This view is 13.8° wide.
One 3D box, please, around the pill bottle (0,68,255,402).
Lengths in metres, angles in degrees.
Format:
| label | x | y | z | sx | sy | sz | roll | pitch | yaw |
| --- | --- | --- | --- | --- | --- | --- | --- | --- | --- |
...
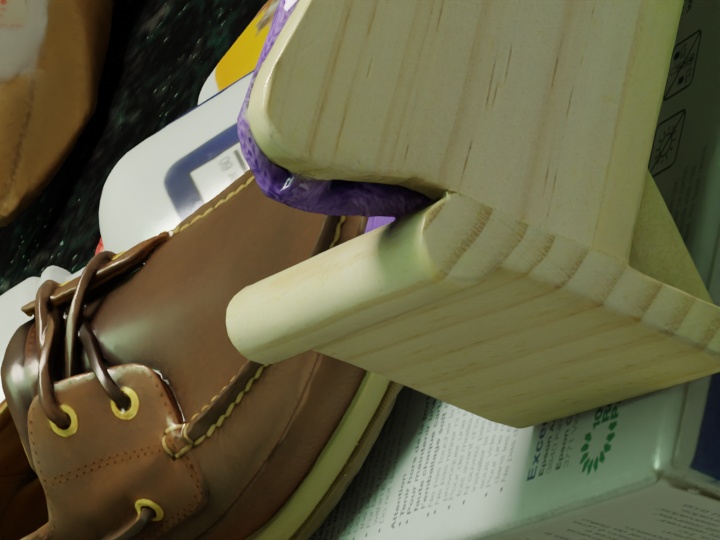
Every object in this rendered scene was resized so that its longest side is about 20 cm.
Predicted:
| label | x | y | z | sx | sy | sz | roll | pitch | yaw |
| --- | --- | --- | --- | --- | --- | --- | --- | --- | --- |
| pill bottle | 0.000 | 0.000 | 0.778 | 0.199 | 0.120 | 0.120 | -32 | 28 | 5 |

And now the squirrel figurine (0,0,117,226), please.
| label | x | y | z | sx | sy | sz | roll | pitch | yaw |
| --- | --- | --- | --- | --- | --- | --- | --- | --- | --- |
| squirrel figurine | -0.181 | -0.112 | 1.352 | 0.200 | 0.141 | 0.187 | -52 | 10 | -23 |

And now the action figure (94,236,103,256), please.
| label | x | y | z | sx | sy | sz | roll | pitch | yaw |
| --- | --- | --- | --- | --- | --- | --- | --- | --- | --- |
| action figure | -0.047 | -0.014 | 0.981 | 0.200 | 0.065 | 0.052 | -44 | 51 | 2 |

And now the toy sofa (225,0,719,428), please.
| label | x | y | z | sx | sy | sz | roll | pitch | yaw |
| --- | --- | --- | --- | --- | --- | --- | --- | --- | --- |
| toy sofa | 0.028 | -0.080 | 0.540 | 0.083 | 0.097 | 0.201 | -22 | 50 | 62 |

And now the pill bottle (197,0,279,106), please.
| label | x | y | z | sx | sy | sz | roll | pitch | yaw |
| --- | --- | --- | --- | --- | --- | --- | --- | --- | --- |
| pill bottle | 0.026 | -0.062 | 0.885 | 0.200 | 0.109 | 0.109 | -51 | 25 | 16 |

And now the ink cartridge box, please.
| label | x | y | z | sx | sy | sz | roll | pitch | yaw |
| --- | --- | --- | --- | --- | --- | --- | --- | --- | --- |
| ink cartridge box | 0.046 | -0.026 | 0.635 | 0.200 | 0.043 | 0.197 | -28 | 45 | 62 |

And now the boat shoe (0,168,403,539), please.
| label | x | y | z | sx | sy | sz | roll | pitch | yaw |
| --- | --- | --- | --- | --- | --- | --- | --- | --- | --- |
| boat shoe | -0.047 | 0.032 | 0.658 | 0.200 | 0.067 | 0.072 | -50 | 29 | 41 |
